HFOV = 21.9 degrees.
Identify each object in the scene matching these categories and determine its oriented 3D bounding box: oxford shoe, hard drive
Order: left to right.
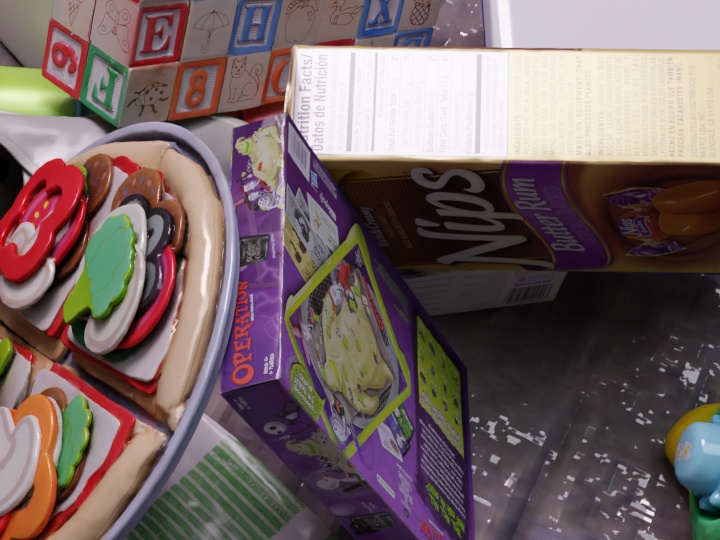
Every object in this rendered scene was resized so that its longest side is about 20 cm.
[{"bbox_3d":[-0.122,-0.037,0.830,0.198,0.076,0.058,5,19,-21],"label":"oxford shoe"},{"bbox_3d":[0.126,-0.096,0.893,0.131,0.025,0.202,1,67,-8],"label":"hard drive"}]

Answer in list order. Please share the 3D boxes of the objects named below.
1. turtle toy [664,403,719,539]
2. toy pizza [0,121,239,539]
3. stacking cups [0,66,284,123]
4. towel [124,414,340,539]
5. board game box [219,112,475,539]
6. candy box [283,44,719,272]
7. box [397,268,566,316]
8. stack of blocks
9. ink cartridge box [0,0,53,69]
[{"bbox_3d":[0.215,0.077,0.779,0.200,0.101,0.146,-41,64,13],"label":"turtle toy"},{"bbox_3d":[-0.120,0.031,0.710,0.032,0.199,0.202,29,45,-36],"label":"toy pizza"},{"bbox_3d":[-0.117,-0.073,0.882,0.198,0.061,0.061,-1,55,-16],"label":"stacking cups"},{"bbox_3d":[-0.123,0.095,0.782,0.200,0.023,0.152,41,58,17],"label":"towel"},{"bbox_3d":[0.000,0.044,0.747,0.032,0.200,0.121,-17,51,16],"label":"board game box"},{"bbox_3d":[0.071,-0.044,0.786,0.198,0.117,0.057,2,68,5],"label":"candy box"},{"bbox_3d":[0.000,0.000,0.865,0.198,0.042,0.039,-7,58,-16],"label":"box"},{"bbox_3d":[-0.044,-0.142,0.863,0.058,0.116,0.199,34,32,34],"label":"stack of blocks"},{"bbox_3d":[-0.102,-0.201,0.930,0.199,0.129,0.125,-33,67,-29],"label":"ink cartridge box"}]
